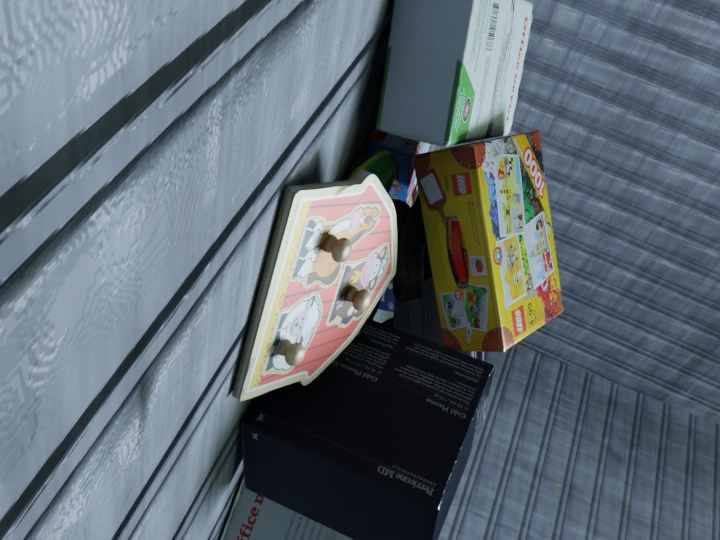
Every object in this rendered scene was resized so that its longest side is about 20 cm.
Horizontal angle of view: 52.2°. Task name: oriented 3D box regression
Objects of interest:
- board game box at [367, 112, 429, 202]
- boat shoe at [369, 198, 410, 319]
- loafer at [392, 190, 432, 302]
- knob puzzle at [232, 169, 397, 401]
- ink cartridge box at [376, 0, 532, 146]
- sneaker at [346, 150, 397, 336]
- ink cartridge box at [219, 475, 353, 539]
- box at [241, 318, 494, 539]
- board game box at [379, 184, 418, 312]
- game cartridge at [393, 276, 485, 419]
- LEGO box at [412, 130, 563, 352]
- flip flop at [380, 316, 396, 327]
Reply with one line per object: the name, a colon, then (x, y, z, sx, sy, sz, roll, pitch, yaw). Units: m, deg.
board game box: (0.068, -0.204, 0.924, 0.196, 0.055, 0.204, 81, 29, -78)
boat shoe: (0.000, 0.000, 0.881, 0.203, 0.072, 0.075, -67, 173, 30)
loafer: (0.085, -0.043, 0.817, 0.074, 0.070, 0.202, 92, 15, -46)
knob puzzle: (-0.015, 0.014, 0.632, 0.219, 0.030, 0.223, -42, 147, -36)
ink cartridge box: (0.103, -0.213, 0.754, 0.199, 0.081, 0.150, -22, 124, -60)
sneaker: (0.003, -0.024, 0.761, 0.074, 0.082, 0.204, 79, 30, -78)
ink cartridge box: (-0.039, 0.276, 0.800, 0.083, 0.196, 0.149, 84, 27, -83)
box: (0.010, 0.155, 0.730, 0.183, 0.196, 0.106, -53, 156, -46)
board game box: (0.060, -0.078, 1.166, 0.202, 0.060, 0.203, -68, 166, -49)
game cartridge: (0.091, 0.075, 0.872, 0.128, 0.038, 0.205, -17, -114, 49)
LEGO box: (0.140, -0.035, 0.781, 0.148, 0.076, 0.205, -20, 103, -49)
flip flop: (0.002, 0.131, 0.905, 0.200, 0.057, 0.081, -48, 179, -42)
